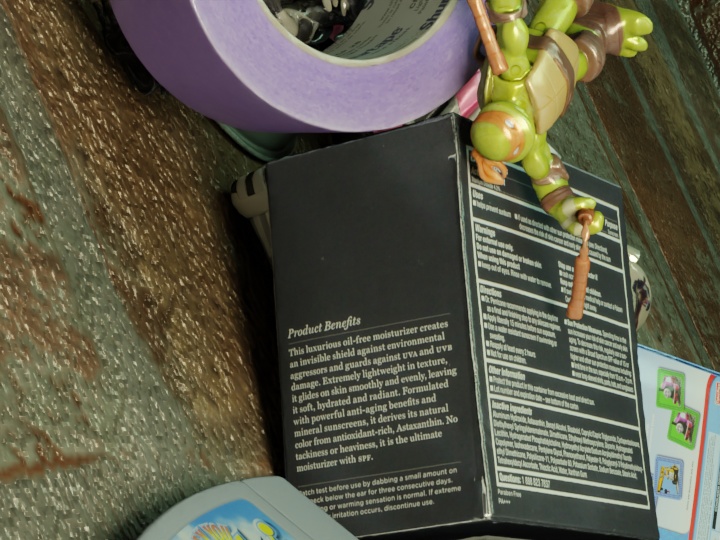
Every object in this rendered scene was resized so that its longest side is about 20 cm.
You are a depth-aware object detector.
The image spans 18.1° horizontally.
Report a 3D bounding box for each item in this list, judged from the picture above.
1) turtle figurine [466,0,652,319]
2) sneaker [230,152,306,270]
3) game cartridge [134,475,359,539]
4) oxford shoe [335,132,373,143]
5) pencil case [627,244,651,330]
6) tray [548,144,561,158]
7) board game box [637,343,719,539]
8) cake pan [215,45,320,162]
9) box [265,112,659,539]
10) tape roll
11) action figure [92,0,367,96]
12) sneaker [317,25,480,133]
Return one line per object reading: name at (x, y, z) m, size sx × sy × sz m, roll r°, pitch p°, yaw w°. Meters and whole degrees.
turtle figurine at (0.092, -0.090, 1.109) m, size 0.162 × 0.064 × 0.201 m, roll -53°, pitch 131°, yaw -43°
sneaker at (0.000, 0.000, 1.299) m, size 0.199 × 0.075 × 0.116 m, roll 0°, pitch 68°, yaw -60°
game cartridge at (-0.035, 0.149, 0.927) m, size 0.133 × 0.041 × 0.200 m, roll 35°, pitch 19°, yaw 10°
oxford shoe at (0.064, -0.041, 1.506) m, size 0.201 × 0.084 × 0.073 m, roll 57°, pitch 16°, yaw -24°
pencil case at (0.131, 0.050, 1.483) m, size 0.078 × 0.090 × 0.200 m, roll 41°, pitch 34°, yaw 1°
tray at (0.076, -0.108, 1.478) m, size 0.107 × 0.022 × 0.200 m, roll 46°, pitch 8°, yaw 8°
board game box at (0.154, 0.119, 1.379) m, size 0.199 × 0.036 × 0.153 m, roll 20°, pitch 73°, yaw -35°
cake pan at (-0.078, -0.161, 1.343) m, size 0.201 × 0.037 × 0.201 m, roll 53°, pitch 20°, yaw -29°
box at (0.055, 0.044, 1.176) m, size 0.200 × 0.122 × 0.200 m, roll 17°, pitch 66°, yaw -57°
tape roll at (-0.023, -0.168, 1.110) m, size 0.085 × 0.200 × 0.201 m, roll 5°, pitch -46°, yaw 58°
action figure at (-0.042, -0.163, 1.216) m, size 0.199 × 0.118 × 0.103 m, roll -31°, pitch 117°, yaw -43°
sneaker at (0.019, -0.123, 1.357) m, size 0.201 × 0.079 × 0.096 m, roll 57°, pitch -4°, yaw 28°
